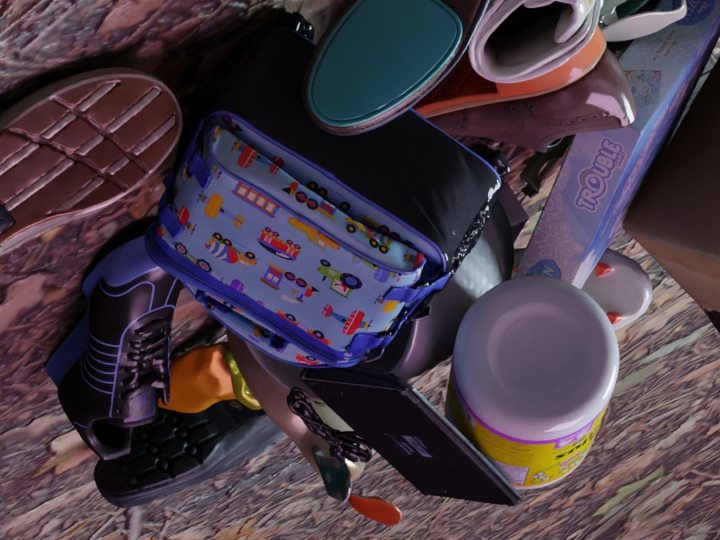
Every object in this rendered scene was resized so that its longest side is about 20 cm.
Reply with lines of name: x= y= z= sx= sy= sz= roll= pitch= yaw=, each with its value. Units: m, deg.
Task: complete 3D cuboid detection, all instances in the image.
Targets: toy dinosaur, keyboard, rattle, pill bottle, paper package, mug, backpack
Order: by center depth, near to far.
backpack: x=-0.038 y=-0.022 z=1.505 sx=0.200 sy=0.182 sz=0.135 roll=-50 pitch=-172 yaw=51
keyboard: x=0.016 y=0.101 z=1.633 sx=0.126 sy=0.021 sz=0.200 roll=5 pitch=156 yaw=29
pill bottle: x=0.107 y=0.081 z=1.672 sx=0.104 sy=0.105 sz=0.200 roll=-28 pitch=165 yaw=-9
paper package: x=0.305 y=-0.056 z=1.707 sx=0.103 sy=0.199 sz=0.191 roll=40 pitch=76 yaw=-37
mug: x=0.000 y=0.000 z=1.718 sx=0.199 sy=0.149 sz=0.175 roll=-11 pitch=-175 yaw=34
toy dinosaur: x=0.137 y=-0.108 z=1.791 sx=0.101 sy=0.058 sz=0.200 roll=-45 pitch=169 yaw=-4
rattle: x=-0.067 y=0.120 z=1.796 sx=0.142 sy=0.201 sz=0.130 roll=-26 pitch=155 yaw=4

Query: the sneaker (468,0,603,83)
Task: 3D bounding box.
sneaker: x=0.140 y=-0.182 z=1.469 sx=0.200 sy=0.074 sz=0.116 roll=-40 pitch=-158 yaw=25

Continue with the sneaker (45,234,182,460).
sneaker: x=-0.147 y=0.050 z=1.686 sx=0.070 sy=0.078 sz=0.200 roll=-19 pitch=159 yaw=-30

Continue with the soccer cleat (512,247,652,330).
soccer cleat: x=0.126 y=0.010 z=1.835 sx=0.199 sy=0.070 sz=0.077 roll=-6 pitch=-167 yaw=37

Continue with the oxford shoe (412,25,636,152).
oxford shoe: x=0.084 y=-0.098 z=1.574 sx=0.199 sy=0.073 sz=0.071 roll=-7 pitch=-142 yaw=53

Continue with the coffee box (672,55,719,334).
coffee box: x=0.263 y=-0.048 z=1.879 sx=0.079 sy=0.201 sz=0.113 roll=-28 pitch=161 yaw=-18

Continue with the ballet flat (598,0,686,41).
ballet flat: x=0.198 y=-0.193 z=1.611 sx=0.199 sy=0.071 sz=0.067 roll=-32 pitch=161 yaw=1

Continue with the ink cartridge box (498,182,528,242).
ink cartridge box: x=0.024 y=0.005 z=1.900 sx=0.199 sy=0.039 sz=0.100 roll=-22 pitch=160 yaw=-23

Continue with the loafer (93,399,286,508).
loafer: x=-0.108 y=0.125 z=1.952 sx=0.200 sy=0.068 sz=0.071 roll=-29 pitch=153 yaw=-17

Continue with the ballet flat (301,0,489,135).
ballet flat: x=0.043 y=-0.156 z=1.433 sx=0.200 sy=0.073 sz=0.073 roll=-52 pitch=159 yaw=4

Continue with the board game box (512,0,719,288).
board game box: x=0.177 y=-0.090 z=1.703 sx=0.199 sy=0.043 sz=0.201 roll=-53 pitch=168 yaw=-40

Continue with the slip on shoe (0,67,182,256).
slip on shoe: x=-0.191 y=-0.048 z=1.408 sx=0.200 sy=0.076 sz=0.061 roll=-36 pitch=-158 yaw=-9
